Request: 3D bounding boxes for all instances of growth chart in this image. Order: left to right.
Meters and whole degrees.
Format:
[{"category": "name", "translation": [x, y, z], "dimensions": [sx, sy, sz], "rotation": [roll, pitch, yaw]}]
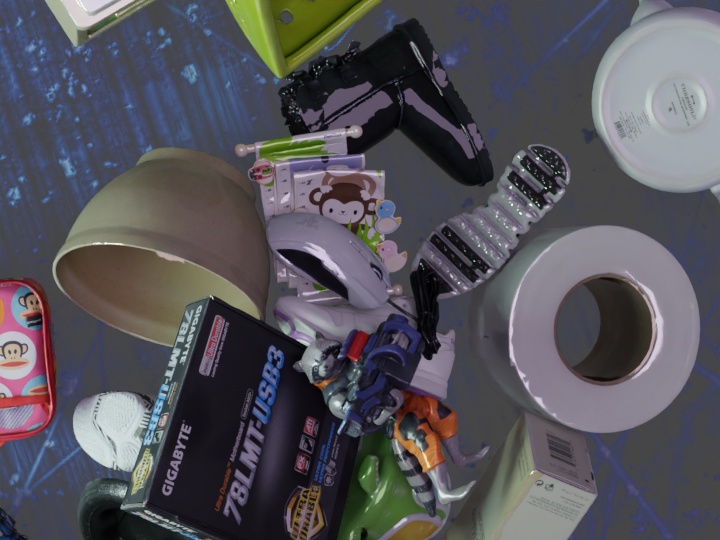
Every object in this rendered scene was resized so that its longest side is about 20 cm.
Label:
[{"category": "growth chart", "translation": [-0.032, -0.050, 1.325], "dimensions": [0.144, 0.018, 0.201], "rotation": [-15, 115, -3]}]

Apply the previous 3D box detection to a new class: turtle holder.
[{"category": "turtle holder", "translation": [0.025, 0.217, 1.295], "dimensions": [0.131, 0.186, 0.141], "rotation": [30, 108, -29]}]

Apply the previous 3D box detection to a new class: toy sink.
[{"category": "toy sink", "translation": [-0.231, -0.290, 1.219], "dimensions": [0.130, 0.200, 0.112], "rotation": [-33, 97, -11]}]

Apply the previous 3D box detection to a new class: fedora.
[{"category": "fedora", "translation": [-0.171, 0.256, 1.283], "dimensions": [0.201, 0.200, 0.092], "rotation": [52, 46, -8]}]

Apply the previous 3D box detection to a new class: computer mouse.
[{"category": "computer mouse", "translation": [0.000, 0.000, 1.289], "dimensions": [0.199, 0.110, 0.044], "rotation": [31, 129, -15]}]

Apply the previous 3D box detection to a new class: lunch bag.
[{"category": "lunch bag", "translation": [-0.386, 0.099, 1.255], "dimensions": [0.199, 0.082, 0.177], "rotation": [-6, 96, -11]}]

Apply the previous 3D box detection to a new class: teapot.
[{"category": "teapot", "translation": [0.338, -0.175, 1.379], "dimensions": [0.197, 0.146, 0.201], "rotation": [23, 108, 13]}]

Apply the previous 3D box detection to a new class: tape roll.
[{"category": "tape roll", "translation": [0.223, 0.056, 1.353], "dimensions": [0.201, 0.139, 0.204], "rotation": [0, 91, -12]}]

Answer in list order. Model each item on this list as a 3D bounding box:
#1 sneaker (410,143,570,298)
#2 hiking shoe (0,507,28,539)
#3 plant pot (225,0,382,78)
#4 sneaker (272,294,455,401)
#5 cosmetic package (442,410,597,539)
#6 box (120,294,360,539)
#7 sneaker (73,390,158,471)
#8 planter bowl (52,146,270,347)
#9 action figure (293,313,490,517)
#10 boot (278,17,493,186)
[{"category": "sneaker", "translation": [0.137, -0.045, 1.366], "dimensions": [0.200, 0.081, 0.075], "rotation": [-42, 83, 12]}, {"category": "hiking shoe", "translation": [-0.348, 0.259, 1.264], "dimensions": [0.199, 0.074, 0.087], "rotation": [18, 88, -12]}, {"category": "plant pot", "translation": [-0.067, -0.334, 1.249], "dimensions": [0.199, 0.200, 0.182], "rotation": [-40, 74, -9]}, {"category": "sneaker", "translation": [0.006, 0.061, 1.350], "dimensions": [0.199, 0.075, 0.100], "rotation": [25, 72, -16]}, {"category": "cosmetic package", "translation": [0.149, 0.251, 1.316], "dimensions": [0.073, 0.104, 0.201], "rotation": [24, 115, -11]}, {"category": "box", "translation": [-0.094, 0.154, 1.197], "dimensions": [0.198, 0.050, 0.201], "rotation": [32, 59, -31]}, {"category": "sneaker", "translation": [-0.174, 0.156, 1.304], "dimensions": [0.199, 0.115, 0.076], "rotation": [3, 89, 22]}, {"category": "planter bowl", "translation": [-0.171, -0.029, 1.254], "dimensions": [0.199, 0.200, 0.135], "rotation": [20, 61, -12]}, {"category": "action figure", "translation": [0.018, 0.134, 1.188], "dimensions": [0.193, 0.200, 0.105], "rotation": [42, 119, 3]}, {"category": "boot", "translation": [0.023, -0.141, 1.341], "dimensions": [0.162, 0.073, 0.199], "rotation": [-30, 94, -10]}]
